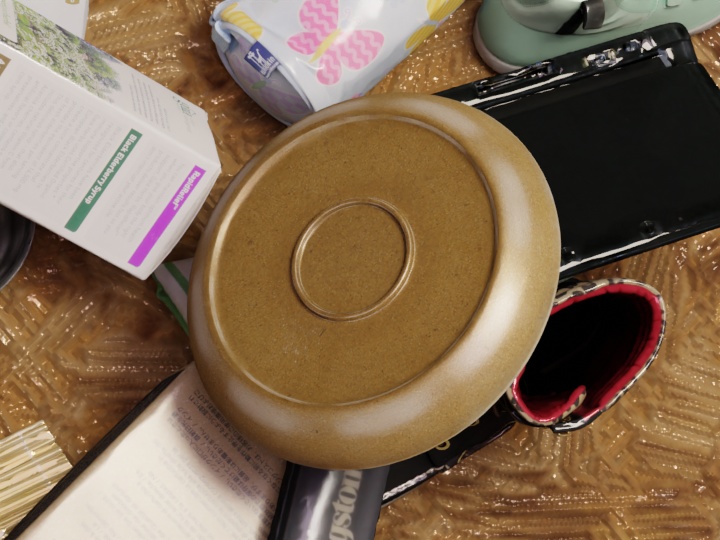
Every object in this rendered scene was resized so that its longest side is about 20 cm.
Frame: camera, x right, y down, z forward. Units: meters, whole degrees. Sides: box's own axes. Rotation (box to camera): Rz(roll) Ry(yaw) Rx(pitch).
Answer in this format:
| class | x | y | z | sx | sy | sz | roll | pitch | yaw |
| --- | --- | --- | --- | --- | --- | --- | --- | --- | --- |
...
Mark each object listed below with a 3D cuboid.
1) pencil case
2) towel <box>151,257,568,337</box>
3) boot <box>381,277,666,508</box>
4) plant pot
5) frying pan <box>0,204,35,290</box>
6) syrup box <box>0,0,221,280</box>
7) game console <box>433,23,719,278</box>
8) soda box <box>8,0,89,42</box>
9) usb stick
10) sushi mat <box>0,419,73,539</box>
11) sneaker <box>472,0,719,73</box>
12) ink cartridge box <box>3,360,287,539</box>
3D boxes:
| class | x | y | z | sx | sy | sz | roll | pitch | yaw |
| --- | --- | --- | --- | --- | --- | --- | --- | --- | --- |
| pencil case | 0.010 | -0.165 | 1.457 | 0.200 | 0.083 | 0.091 | -43 | 74 | -15 |
| towel | 0.000 | 0.000 | 1.399 | 0.199 | 0.153 | 0.023 | -19 | 116 | -14 |
| boot | 0.065 | 0.064 | 1.392 | 0.200 | 0.151 | 0.073 | -31 | 96 | -15 |
| plant pot | 0.000 | -0.002 | 1.288 | 0.199 | 0.027 | 0.201 | -10 | 65 | 21 |
| frying pan | -0.265 | -0.044 | 1.399 | 0.189 | 0.031 | 0.115 | 23 | 72 | -4 |
| syrup box | -0.175 | -0.084 | 1.357 | 0.200 | 0.079 | 0.082 | 30 | 108 | -22 |
| game console | 0.092 | -0.047 | 1.399 | 0.199 | 0.176 | 0.117 | -17 | 85 | -15 |
| soda box | -0.245 | -0.153 | 1.394 | 0.199 | 0.068 | 0.064 | 4 | 116 | -12 |
| usb stick | -0.020 | 0.139 | 1.342 | 0.055 | 0.033 | 0.201 | 16 | 76 | -12 |
| sushi mat | -0.232 | 0.162 | 1.383 | 0.199 | 0.012 | 0.096 | -25 | 85 | -16 |
| sneaker | 0.166 | -0.174 | 1.472 | 0.200 | 0.118 | 0.074 | -24 | 80 | -16 |
| ink cartridge box | -0.079 | 0.175 | 1.374 | 0.165 | 0.075 | 0.200 | -44 | 97 | -17 |
